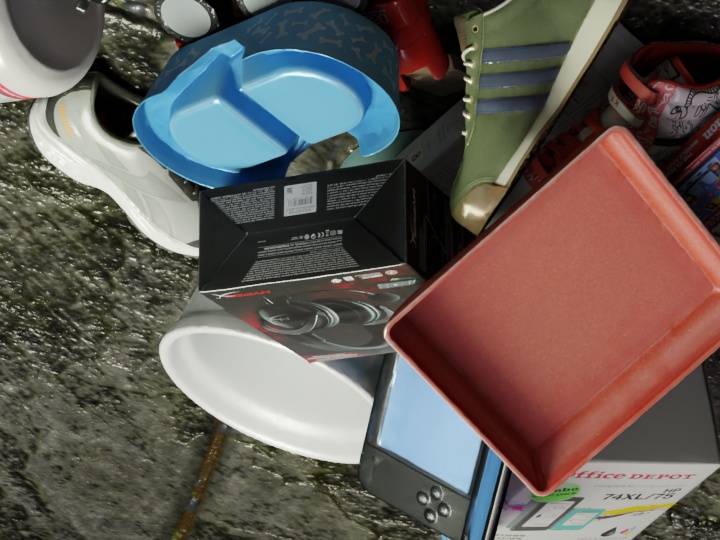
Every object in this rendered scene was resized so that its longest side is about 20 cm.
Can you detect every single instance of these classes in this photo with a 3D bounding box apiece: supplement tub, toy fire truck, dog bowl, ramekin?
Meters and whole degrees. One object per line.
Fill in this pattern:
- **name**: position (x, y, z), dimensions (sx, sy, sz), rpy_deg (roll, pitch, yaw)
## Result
- **supplement tub**: position (-0.286, -0.177, 1.713), dimensions (0.199, 0.141, 0.140), rpy_deg (-5, 142, 30)
- **toy fire truck**: position (-0.011, -0.156, 1.666), dimensions (0.175, 0.129, 0.200), rpy_deg (-6, 132, 31)
- **dog bowl**: position (-0.056, -0.111, 1.611), dimensions (0.200, 0.050, 0.111), rpy_deg (-18, 136, 42)
- **ramekin**: position (-0.048, 0.060, 1.985), dimensions (0.200, 0.098, 0.201), rpy_deg (19, 154, 9)

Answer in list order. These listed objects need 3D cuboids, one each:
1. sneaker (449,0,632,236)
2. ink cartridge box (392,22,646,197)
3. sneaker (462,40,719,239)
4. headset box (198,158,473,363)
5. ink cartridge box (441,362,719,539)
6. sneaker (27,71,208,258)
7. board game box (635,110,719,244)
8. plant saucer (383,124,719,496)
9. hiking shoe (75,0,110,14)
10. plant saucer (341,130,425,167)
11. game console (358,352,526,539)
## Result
- **sneaker**: position (0.093, -0.129, 1.608), dimensions (0.090, 0.201, 0.067), rpy_deg (32, -173, 4)
- **ink cartridge box**: position (0.145, -0.079, 1.752), dimensions (0.200, 0.057, 0.162), rpy_deg (-42, 122, 19)
- **sneaker**: position (0.158, -0.089, 1.659), dimensions (0.200, 0.067, 0.108), rpy_deg (-15, 136, -9)
- **headset box**: position (0.000, 0.000, 1.699), dimensions (0.148, 0.078, 0.200), rpy_deg (-7, 159, 21)
- **ink cartridge box**: position (0.156, 0.118, 1.926), dimensions (0.146, 0.147, 0.200), rpy_deg (2, 153, -22)
- **sneaker**: position (-0.148, -0.076, 1.872), dimensions (0.200, 0.074, 0.079), rpy_deg (33, 139, -24)
- **board game box**: position (0.235, -0.053, 1.672), dimensions (0.200, 0.019, 0.103), rpy_deg (-44, 141, 22)
- **plant saucer**: position (0.134, 0.023, 1.637), dimensions (0.199, 0.037, 0.200), rpy_deg (-41, 128, 3)
- **hiking shoe**: position (-0.145, -0.235, 1.589), dimensions (0.074, 0.087, 0.200), rpy_deg (16, 158, -3)
- **plant saucer**: position (0.076, -0.031, 1.880), dimensions (0.199, 0.028, 0.200), rpy_deg (12, 148, 7)
- **game console**: position (0.058, 0.117, 1.808), dimensions (0.175, 0.116, 0.201), rpy_deg (27, 117, 29)
